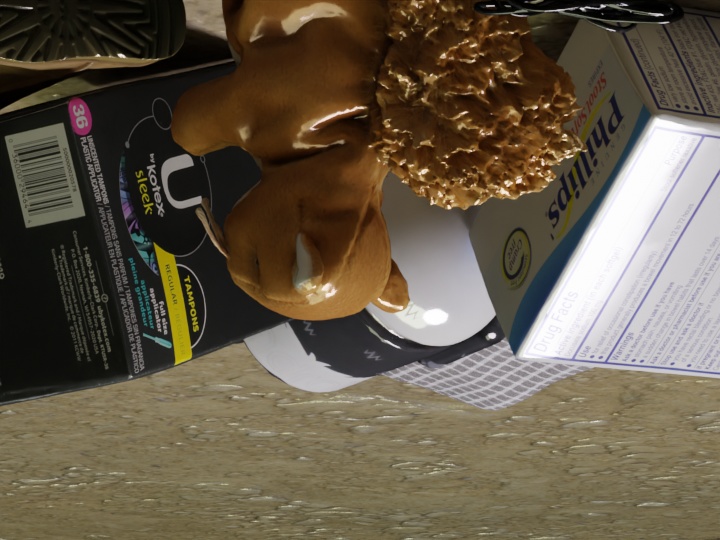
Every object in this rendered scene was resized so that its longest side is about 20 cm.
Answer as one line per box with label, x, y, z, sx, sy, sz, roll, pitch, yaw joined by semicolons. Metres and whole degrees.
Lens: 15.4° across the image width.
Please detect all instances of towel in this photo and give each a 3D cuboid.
towel;0.070;0.035;1.915;0.165;0.086;0.200;21;160;-21

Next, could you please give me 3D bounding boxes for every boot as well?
boot;-0.212;-0.114;1.372;0.175;0.067;0.199;12;163;-44

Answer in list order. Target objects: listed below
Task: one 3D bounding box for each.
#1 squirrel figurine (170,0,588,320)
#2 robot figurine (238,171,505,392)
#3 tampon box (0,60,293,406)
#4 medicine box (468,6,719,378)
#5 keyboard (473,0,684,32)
squirrel figurine;0.002;-0.073;1.284;0.199;0.188;0.141;-7;166;26
robot figurine;0.001;-0.001;1.585;0.150;0.126;0.199;-7;169;-43
tampon box;-0.133;-0.022;1.446;0.126;0.151;0.200;-11;-175;31
medicine box;0.189;-0.040;1.460;0.199;0.103;0.183;6;132;-25
keyboard;0.129;-0.146;1.208;0.199;0.040;0.104;4;132;-20
